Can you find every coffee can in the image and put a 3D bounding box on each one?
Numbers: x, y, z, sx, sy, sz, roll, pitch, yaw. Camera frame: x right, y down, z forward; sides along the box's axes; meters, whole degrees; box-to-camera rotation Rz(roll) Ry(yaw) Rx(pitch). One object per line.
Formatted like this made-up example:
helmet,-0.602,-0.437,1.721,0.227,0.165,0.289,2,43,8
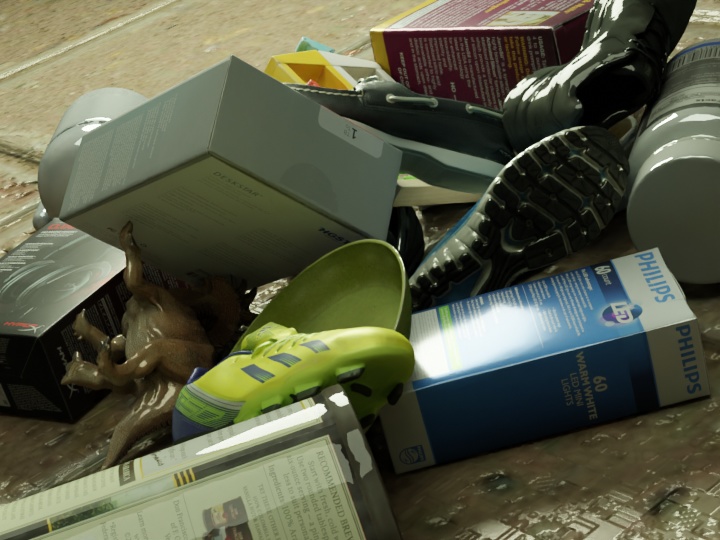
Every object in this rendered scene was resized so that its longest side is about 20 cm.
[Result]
coffee can,-0.080,0.158,0.777,0.199,0.147,0.146,-19,25,-5

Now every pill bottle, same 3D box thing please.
pill bottle,0.249,-0.079,1.113,0.113,0.114,0.200,-6,27,22

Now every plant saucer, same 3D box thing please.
plant saucer,-0.033,0.071,0.979,0.200,0.031,0.200,-39,27,25

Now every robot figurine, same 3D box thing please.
robot figurine,-0.233,-0.097,1.443,0.169,0.113,0.200,-40,19,16

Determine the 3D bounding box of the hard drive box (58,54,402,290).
hard drive box,-0.095,-0.059,1.120,0.200,0.155,0.077,-16,55,48

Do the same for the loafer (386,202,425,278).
loafer,0.000,0.000,1.150,0.068,0.071,0.201,-7,26,20

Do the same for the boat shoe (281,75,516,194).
boat shoe,0.019,-0.107,1.139,0.199,0.061,0.076,16,-17,-20

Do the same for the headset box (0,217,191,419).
headset box,-0.226,0.027,1.224,0.148,0.078,0.200,3,32,35

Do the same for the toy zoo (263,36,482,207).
toy zoo,0.008,-0.123,1.258,0.131,0.021,0.200,-6,45,-49

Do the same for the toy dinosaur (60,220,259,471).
toy dinosaur,-0.129,0.058,1.110,0.086,0.135,0.201,-45,31,38

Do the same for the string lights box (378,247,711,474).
string lights box,0.107,0.055,0.984,0.199,0.059,0.103,-14,25,4

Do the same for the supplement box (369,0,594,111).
supplement box,0.128,-0.176,1.320,0.199,0.104,0.131,8,29,43

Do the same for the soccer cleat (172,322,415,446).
soccer cleat,-0.045,0.059,0.890,0.200,0.064,0.084,-29,50,45

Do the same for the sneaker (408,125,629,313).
sneaker,0.098,-0.030,1.088,0.200,0.078,0.090,-41,12,8

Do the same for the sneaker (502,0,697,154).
sneaker,0.194,-0.152,1.144,0.200,0.076,0.091,-50,24,-19

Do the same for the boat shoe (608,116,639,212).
boat shoe,0.145,-0.060,1.189,0.199,0.070,0.071,-29,28,-26

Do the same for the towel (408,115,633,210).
towel,0.140,-0.119,1.363,0.199,0.032,0.191,-12,26,10
